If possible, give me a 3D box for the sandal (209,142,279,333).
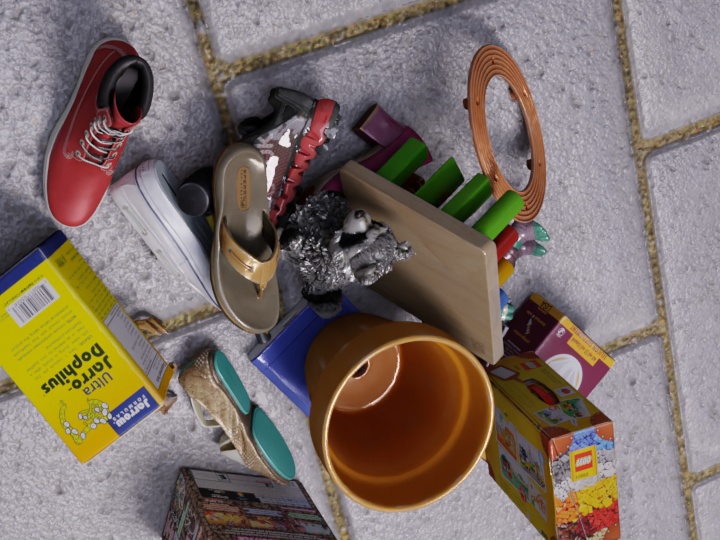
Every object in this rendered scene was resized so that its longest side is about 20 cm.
[{"bbox_3d":[-0.113,-0.030,1.296,0.080,0.054,0.203,-11,105,-38],"label":"sandal"}]

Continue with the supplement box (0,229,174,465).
[{"bbox_3d":[-0.297,0.077,1.283,0.109,0.109,0.201,-36,100,5],"label":"supplement box"}]

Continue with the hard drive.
[{"bbox_3d":[-0.022,0.121,1.490,0.132,0.025,0.200,-45,118,-2],"label":"hard drive"}]

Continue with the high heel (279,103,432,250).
[{"bbox_3d":[-0.004,-0.082,1.400,0.096,0.067,0.201,39,88,-17],"label":"high heel"}]

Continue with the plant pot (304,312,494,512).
[{"bbox_3d":[0.022,0.137,1.395,0.197,0.183,0.203,-7,109,-20],"label":"plant pot"}]

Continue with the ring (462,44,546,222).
[{"bbox_3d":[0.161,-0.152,1.401,0.019,0.201,0.202,-11,121,30],"label":"ring"}]

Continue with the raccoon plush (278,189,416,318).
[{"bbox_3d":[0.000,0.000,1.336,0.097,0.133,0.201,-47,148,-15],"label":"raccoon plush"}]

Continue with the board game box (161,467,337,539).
[{"bbox_3d":[-0.122,0.320,1.422,0.158,0.200,0.098,11,104,-24],"label":"board game box"}]

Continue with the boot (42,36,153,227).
[{"bbox_3d":[-0.261,-0.125,1.244,0.072,0.144,0.202,14,103,-25],"label":"boot"}]

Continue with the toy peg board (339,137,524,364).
[{"bbox_3d":[0.093,-0.032,1.367,0.098,0.199,0.200,-44,147,-23],"label":"toy peg board"}]

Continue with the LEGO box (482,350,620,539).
[{"bbox_3d":[0.210,0.202,1.415,0.076,0.200,0.151,-13,112,-14],"label":"LEGO box"}]

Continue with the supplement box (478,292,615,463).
[{"bbox_3d":[0.204,0.146,1.554,0.110,0.086,0.201,38,92,-28],"label":"supplement box"}]

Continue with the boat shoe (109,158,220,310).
[{"bbox_3d":[-0.197,-0.031,1.355,0.066,0.074,0.201,-21,116,17],"label":"boat shoe"}]

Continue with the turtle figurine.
[{"bbox_3d":[0.141,0.030,1.471,0.100,0.150,0.201,40,81,-4],"label":"turtle figurine"}]

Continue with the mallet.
[{"bbox_3d":[-0.139,-0.018,1.350,0.041,0.066,0.202,-16,114,18],"label":"mallet"}]

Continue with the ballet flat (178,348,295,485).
[{"bbox_3d":[-0.146,0.176,1.449,0.065,0.071,0.201,-22,115,16],"label":"ballet flat"}]

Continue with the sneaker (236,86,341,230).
[{"bbox_3d":[-0.102,-0.111,1.356,0.097,0.071,0.202,27,109,-8],"label":"sneaker"}]

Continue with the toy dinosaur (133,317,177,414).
[{"bbox_3d":[-0.265,0.093,1.366,0.199,0.060,0.107,39,93,-27],"label":"toy dinosaur"}]
